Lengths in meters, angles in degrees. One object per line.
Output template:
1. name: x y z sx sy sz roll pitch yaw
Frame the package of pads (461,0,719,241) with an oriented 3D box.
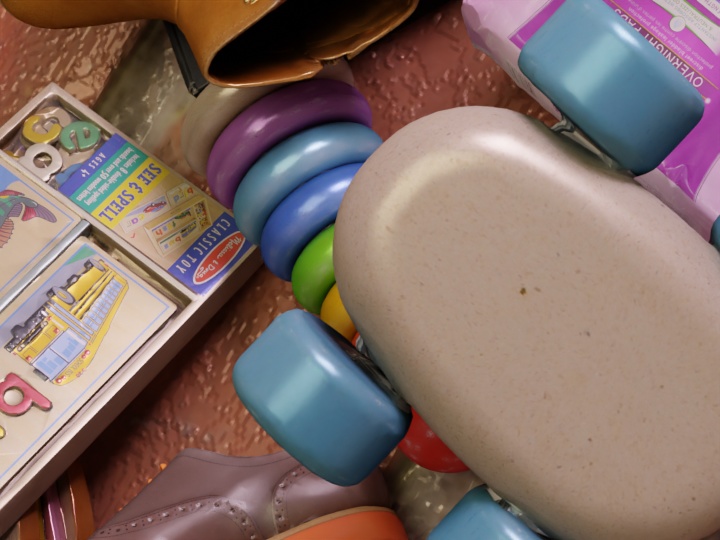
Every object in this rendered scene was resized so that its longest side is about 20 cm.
1. package of pads: 0.148 -0.083 0.877 0.121 0.076 0.200 -47 60 3

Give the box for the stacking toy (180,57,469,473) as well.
1. stacking toy: 0.000 0.000 0.921 0.085 0.085 0.200 -36 65 11

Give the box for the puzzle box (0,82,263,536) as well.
1. puzzle box: -0.154 0.019 0.949 0.133 0.025 0.200 36 63 14

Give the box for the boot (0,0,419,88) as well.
1. boot: -0.073 -0.124 0.923 0.201 0.071 0.144 -20 39 12

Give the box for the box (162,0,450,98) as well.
1. box: -0.011 -0.186 1.005 0.200 0.044 0.160 -27 64 16

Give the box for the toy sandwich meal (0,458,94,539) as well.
1. toy sandwich meal: -0.212 0.145 0.976 0.205 0.070 0.206 -8 70 23

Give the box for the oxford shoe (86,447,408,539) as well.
1. oxford shoe: -0.083 0.121 0.904 0.200 0.071 0.073 -15 60 -9

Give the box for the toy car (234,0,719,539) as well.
1. toy car: 0.075 0.014 0.813 0.177 0.200 0.184 42 97 0
